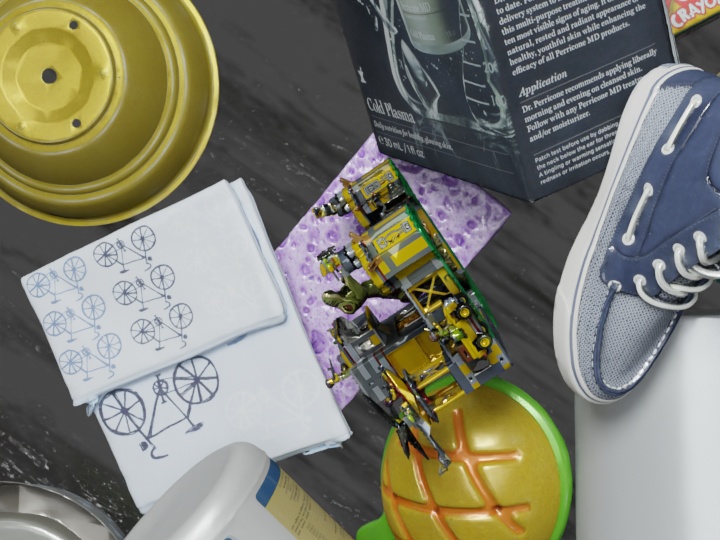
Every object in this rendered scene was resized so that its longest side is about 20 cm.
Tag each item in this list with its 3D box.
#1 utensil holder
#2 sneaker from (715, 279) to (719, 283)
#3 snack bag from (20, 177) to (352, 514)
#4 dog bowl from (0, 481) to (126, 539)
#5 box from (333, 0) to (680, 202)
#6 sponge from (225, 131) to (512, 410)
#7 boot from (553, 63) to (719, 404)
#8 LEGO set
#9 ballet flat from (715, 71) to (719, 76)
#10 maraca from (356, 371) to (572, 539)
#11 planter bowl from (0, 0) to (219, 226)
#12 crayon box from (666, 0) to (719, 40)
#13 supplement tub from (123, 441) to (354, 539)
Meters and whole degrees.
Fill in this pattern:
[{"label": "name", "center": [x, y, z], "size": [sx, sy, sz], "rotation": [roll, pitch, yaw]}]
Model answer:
[{"label": "utensil holder", "center": [0.219, 0.126, 0.873], "size": [0.170, 0.170, 0.200], "rotation": [-1, 90, 6]}, {"label": "sneaker", "center": [0.267, -0.042, 0.876], "size": [0.200, 0.084, 0.121], "rotation": [38, 91, -30]}, {"label": "snack bag", "center": [-0.124, 0.060, 0.956], "size": [0.188, 0.021, 0.200], "rotation": [-22, 92, 20]}, {"label": "dog bowl", "center": [-0.244, 0.244, 0.978], "size": [0.200, 0.059, 0.200], "rotation": [0, 91, 6]}, {"label": "box", "center": [0.076, -0.166, 0.825], "size": [0.124, 0.200, 0.197], "rotation": [-24, 112, -19]}, {"label": "sponge", "center": [0.000, 0.000, 0.961], "size": [0.112, 0.030, 0.200], "rotation": [41, 95, 3]}, {"label": "boot", "center": [0.169, -0.009, 0.748], "size": [0.073, 0.090, 0.200], "rotation": [4, 106, -28]}, {"label": "LEGO set", "center": [0.009, 0.025, 0.860], "size": [0.116, 0.200, 0.154], "rotation": [-33, 113, 6]}, {"label": "ballet flat", "center": [0.227, -0.078, 0.923], "size": [0.071, 0.071, 0.200], "rotation": [31, 92, 4]}, {"label": "maraca", "center": [0.067, 0.160, 0.924], "size": [0.137, 0.107, 0.200], "rotation": [37, 119, 25]}, {"label": "planter bowl", "center": [-0.205, -0.131, 0.952], "size": [0.200, 0.083, 0.201], "rotation": [0, 91, 6]}, {"label": "crayon box", "center": [0.191, -0.242, 0.920], "size": [0.200, 0.058, 0.173], "rotation": [-27, 89, 6]}, {"label": "supplement tub", "center": [-0.057, 0.228, 0.906], "size": [0.145, 0.145, 0.200], "rotation": [-43, 99, 5]}]
